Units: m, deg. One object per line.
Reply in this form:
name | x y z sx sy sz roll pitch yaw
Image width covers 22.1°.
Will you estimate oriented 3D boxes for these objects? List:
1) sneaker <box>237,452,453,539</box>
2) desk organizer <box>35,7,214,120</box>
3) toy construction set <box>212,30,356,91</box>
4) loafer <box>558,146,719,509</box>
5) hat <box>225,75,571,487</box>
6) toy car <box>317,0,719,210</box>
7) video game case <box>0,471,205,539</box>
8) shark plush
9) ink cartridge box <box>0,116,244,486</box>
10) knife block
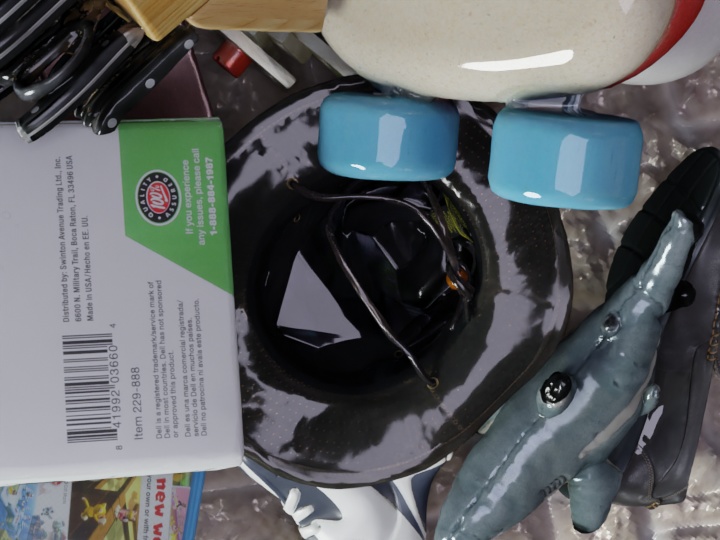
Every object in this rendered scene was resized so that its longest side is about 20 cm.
sneaker | -0.028 0.121 0.961 0.129 0.080 0.200 14 101 -5
desk organizer | -0.124 -0.115 0.908 0.077 0.072 0.201 -17 103 -2
toy construction set | 0.017 -0.152 0.896 0.200 0.092 0.131 -44 116 11
loafer | 0.165 0.033 0.963 0.072 0.073 0.201 14 111 -15
hat | 0.000 0.000 0.897 0.200 0.081 0.201 0 100 -1
toy car | 0.094 -0.130 0.806 0.176 0.200 0.185 10 100 36
video game case | -0.165 0.065 0.809 0.199 0.018 0.144 11 79 -13
shark plush | 0.112 0.063 0.894 0.200 0.083 0.091 -45 70 29
ink cartridge box | -0.156 0.016 0.764 0.199 0.084 0.146 -2 83 -15
knife block | -0.092 -0.151 0.720 0.175 0.064 0.201 -2 115 -34
